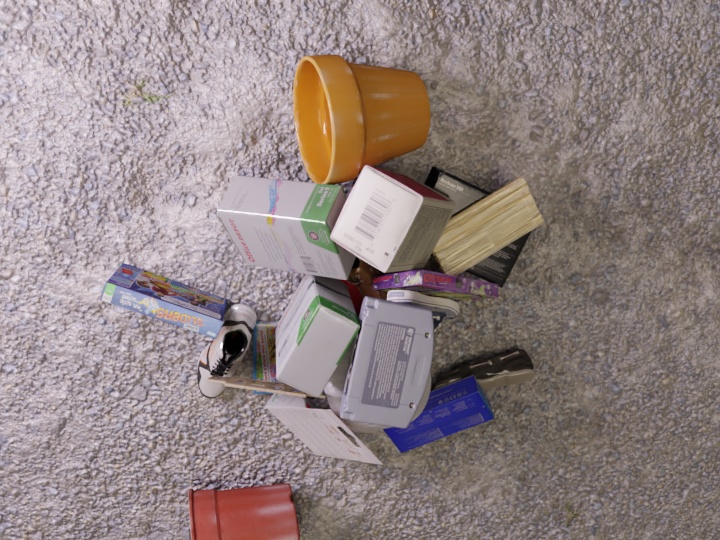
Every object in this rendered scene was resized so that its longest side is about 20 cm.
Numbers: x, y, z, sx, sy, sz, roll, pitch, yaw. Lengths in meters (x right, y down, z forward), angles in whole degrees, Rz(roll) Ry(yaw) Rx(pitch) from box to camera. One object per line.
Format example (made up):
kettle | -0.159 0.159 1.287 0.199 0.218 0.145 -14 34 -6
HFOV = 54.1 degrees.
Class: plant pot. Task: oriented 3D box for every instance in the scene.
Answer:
plant pot | -0.218 0.502 1.351 0.193 0.201 0.203 -8 108 -11
plant pot | 0.006 -0.249 1.141 0.181 0.200 0.202 -11 109 -19

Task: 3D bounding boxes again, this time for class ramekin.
ramekin | 0.037 0.186 1.257 0.097 0.201 0.201 -16 116 45

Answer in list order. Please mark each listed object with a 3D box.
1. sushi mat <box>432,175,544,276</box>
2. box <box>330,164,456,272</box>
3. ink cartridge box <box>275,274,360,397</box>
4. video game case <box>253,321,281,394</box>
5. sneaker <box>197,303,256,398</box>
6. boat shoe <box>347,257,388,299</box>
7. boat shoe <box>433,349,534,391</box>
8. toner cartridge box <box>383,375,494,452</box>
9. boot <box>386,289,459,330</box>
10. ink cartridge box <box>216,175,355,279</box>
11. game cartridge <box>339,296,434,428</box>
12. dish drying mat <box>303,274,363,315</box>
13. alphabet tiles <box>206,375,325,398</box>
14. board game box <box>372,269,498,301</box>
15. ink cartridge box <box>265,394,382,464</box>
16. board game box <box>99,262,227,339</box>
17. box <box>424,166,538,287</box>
sushi mat | 0.214 -0.072 1.220 0.199 0.012 0.096 -31 108 4
box | 0.057 -0.080 1.121 0.108 0.200 0.129 31 103 17
ink cartridge box | -0.079 0.098 1.207 0.083 0.200 0.147 26 104 -15
video game case | -0.103 0.166 1.339 0.198 0.018 0.145 1 108 -6
sneaker | -0.251 0.157 1.283 0.073 0.080 0.201 20 114 -14
boat shoe | 0.000 0.000 1.247 0.068 0.072 0.202 -22 90 -42
boat shoe | 0.237 0.199 1.373 0.198 0.057 0.067 -10 144 1
toner cartridge box | 0.146 0.278 1.355 0.198 0.043 0.095 -23 130 12
boot | 0.110 0.093 1.256 0.199 0.072 0.091 13 75 -49
ink cartridge box | -0.114 -0.071 1.156 0.198 0.088 0.146 6 145 21
game cartridge | 0.049 0.152 1.148 0.132 0.041 0.202 12 94 -11
dish drying mat | -0.011 0.045 1.310 0.198 0.018 0.078 13 106 -10
alphabet tiles | -0.159 0.199 1.209 0.198 0.166 0.006 9 84 -5
board game box | 0.133 0.029 1.227 0.199 0.119 0.033 11 81 -41
ink cartridge box | -0.060 0.283 1.289 0.161 0.199 0.050 49 54 -24
board game box | -0.332 0.050 1.216 0.198 0.135 0.035 21 100 -11
box | 0.192 -0.078 1.261 0.198 0.079 0.142 23 106 -12
